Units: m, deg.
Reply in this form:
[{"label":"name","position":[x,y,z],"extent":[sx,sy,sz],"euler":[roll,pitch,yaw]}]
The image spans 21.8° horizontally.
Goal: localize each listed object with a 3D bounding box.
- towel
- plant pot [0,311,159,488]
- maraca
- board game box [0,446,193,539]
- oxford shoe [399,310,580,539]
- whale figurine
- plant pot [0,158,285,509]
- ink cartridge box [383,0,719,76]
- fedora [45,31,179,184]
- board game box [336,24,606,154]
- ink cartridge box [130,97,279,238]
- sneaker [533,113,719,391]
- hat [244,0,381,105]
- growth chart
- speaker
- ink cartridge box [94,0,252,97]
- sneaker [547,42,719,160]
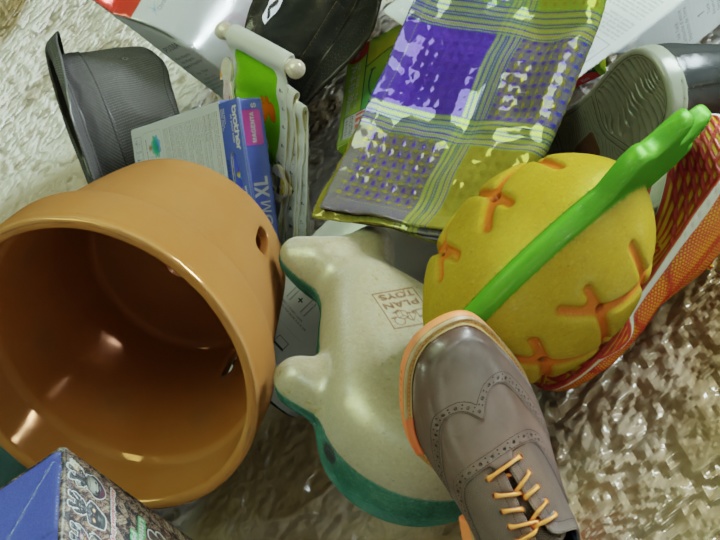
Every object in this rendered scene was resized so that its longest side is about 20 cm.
[{"label":"towel","position":[0.062,-0.104,1.138],"extent":[0.143,0.023,0.201],"euler":[16,73,40]},{"label":"plant pot","position":[-0.179,0.084,1.283],"extent":[0.134,0.201,0.201],"euler":[-12,40,-1]},{"label":"maraca","position":[0.110,-0.015,0.997],"extent":[0.200,0.107,0.137],"euler":[-46,-7,21]},{"label":"board game box","position":[-0.161,0.223,1.090],"extent":[0.159,0.200,0.097],"euler":[-33,36,20]},{"label":"oxford shoe","position":[0.078,0.105,0.955],"extent":[0.071,0.201,0.073],"euler":[-33,36,-10]},{"label":"whale figurine","position":[0.017,0.064,1.102],"extent":[0.200,0.158,0.104],"euler":[58,146,34]},{"label":"plant pot","position":[-0.132,0.024,1.136],"extent":[0.199,0.201,0.140],"euler":[-25,19,30]},{"label":"ink cartridge box","position":[0.141,-0.179,1.212],"extent":[0.200,0.057,0.162],"euler":[-40,47,-9]},{"label":"fedora","position":[-0.190,-0.117,1.518],"extent":[0.090,0.178,0.200],"euler":[-20,20,-9]},{"label":"board game box","position":[0.078,-0.148,1.321],"extent":[0.199,0.048,0.102],"euler":[-25,40,31]},{"label":"ink cartridge box","position":[-0.108,-0.057,1.355],"extent":[0.200,0.042,0.120],"euler":[-8,91,63]},{"label":"sneaker","position":[0.168,-0.001,1.075],"extent":[0.200,0.077,0.073],"euler":[-50,51,25]},{"label":"hat","position":[-0.051,-0.178,1.402],"extent":[0.201,0.081,0.201],"euler":[-53,11,15]},{"label":"growth chart","position":[-0.070,-0.074,1.342],"extent":[0.144,0.018,0.201],"euler":[20,115,58]},{"label":"speaker","position":[0.000,0.000,1.236],"extent":[0.200,0.081,0.081],"euler":[-45,34,5]},{"label":"ink cartridge box","position":[-0.129,-0.251,1.498],"extent":[0.057,0.200,0.163],"euler":[-12,46,54]},{"label":"sneaker","position":[0.174,-0.076,1.141],"extent":[0.200,0.106,0.075],"euler":[-38,65,58]}]
